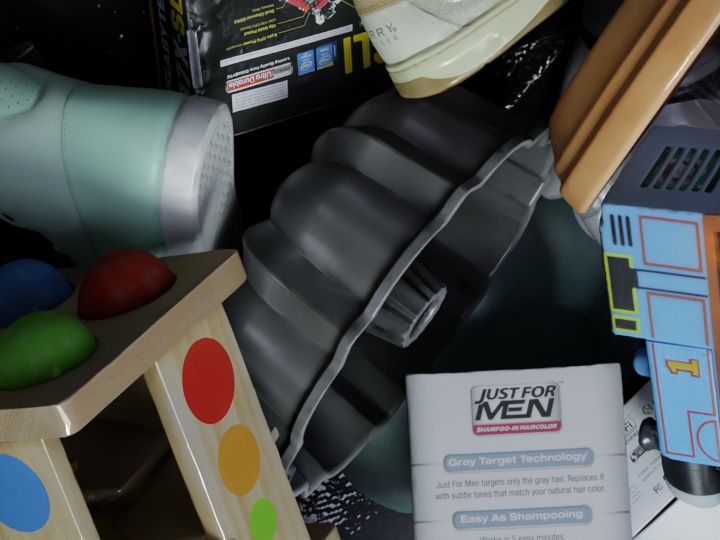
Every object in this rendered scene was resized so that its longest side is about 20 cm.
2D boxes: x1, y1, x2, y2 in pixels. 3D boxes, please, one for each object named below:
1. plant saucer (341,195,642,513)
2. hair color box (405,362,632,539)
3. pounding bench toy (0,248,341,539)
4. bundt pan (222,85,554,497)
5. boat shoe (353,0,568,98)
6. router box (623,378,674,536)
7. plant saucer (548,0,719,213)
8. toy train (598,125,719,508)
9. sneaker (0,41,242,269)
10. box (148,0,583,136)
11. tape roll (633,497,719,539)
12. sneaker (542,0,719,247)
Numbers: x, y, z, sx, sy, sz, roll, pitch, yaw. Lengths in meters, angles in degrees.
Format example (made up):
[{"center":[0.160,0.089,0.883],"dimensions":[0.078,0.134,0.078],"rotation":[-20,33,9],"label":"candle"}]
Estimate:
[{"center":[0.076,0.053,1.045],"dimensions":[0.199,0.039,0.203],"rotation":[-15,125,-23],"label":"plant saucer"},{"center":[0.074,0.146,0.910],"dimensions":[0.098,0.061,0.202],"rotation":[-3,81,3],"label":"hair color box"},{"center":[-0.124,0.094,0.762],"dimensions":[0.200,0.123,0.157],"rotation":[-44,121,-50],"label":"pounding bench toy"},{"center":[0.000,0.000,0.895],"dimensions":[0.202,0.076,0.202],"rotation":[-51,167,-17],"label":"bundt pan"},{"center":[0.080,-0.155,0.833],"dimensions":[0.200,0.074,0.067],"rotation":[-41,106,-13],"label":"boat shoe"},{"center":[0.139,0.102,1.035],"dimensions":[0.200,0.049,0.180],"rotation":[-43,171,-5],"label":"router box"},{"center":[0.138,-0.115,0.835],"dimensions":[0.201,0.037,0.200],"rotation":[-54,175,-7],"label":"plant saucer"},{"center":[0.170,0.032,0.876],"dimensions":[0.087,0.113,0.201],"rotation":[-49,137,-44],"label":"toy train"},{"center":[-0.116,-0.021,0.875],"dimensions":[0.201,0.117,0.074],"rotation":[96,12,-56],"label":"sneaker"},{"center":[0.004,-0.158,0.862],"dimensions":[0.198,0.049,0.161],"rotation":[-20,129,-20],"label":"box"},{"center":[0.233,0.102,1.068],"dimensions":[0.202,0.071,0.203],"rotation":[-44,171,-9],"label":"tape roll"},{"center":[0.175,-0.050,0.993],"dimensions":[0.199,0.075,0.116],"rotation":[24,111,-13],"label":"sneaker"}]
